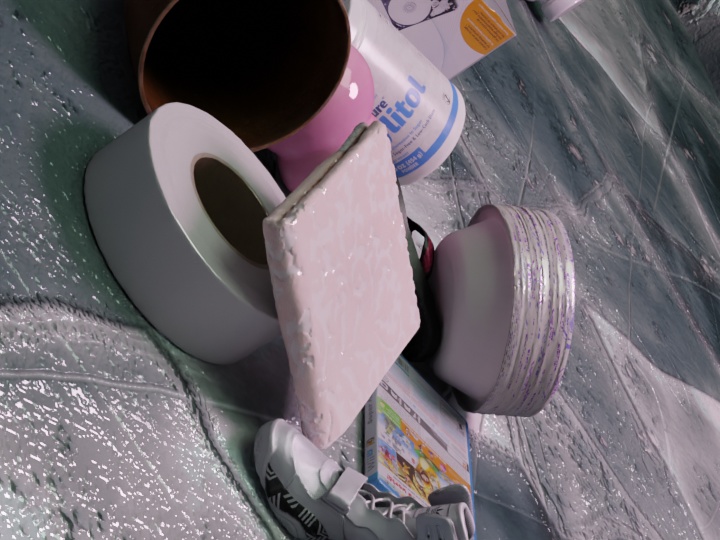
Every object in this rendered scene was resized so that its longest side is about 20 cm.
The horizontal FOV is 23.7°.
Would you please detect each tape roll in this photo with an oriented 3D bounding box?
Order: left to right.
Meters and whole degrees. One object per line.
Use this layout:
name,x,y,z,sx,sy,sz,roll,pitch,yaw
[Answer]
tape roll,-0.121,-0.029,1.339,0.202,0.071,0.203,46,24,-27

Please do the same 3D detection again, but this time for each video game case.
video game case,0.052,0.162,1.520,0.143,0.018,0.200,46,24,-28

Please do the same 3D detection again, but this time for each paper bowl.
paper bowl,0.122,0.037,1.634,0.104,0.201,0.201,5,43,-13

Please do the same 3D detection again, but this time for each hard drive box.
hard drive box,0.038,-0.261,1.819,0.156,0.200,0.077,38,29,-39

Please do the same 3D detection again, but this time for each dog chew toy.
dog chew toy,-0.029,-0.119,1.597,0.125,0.124,0.200,-75,144,-62

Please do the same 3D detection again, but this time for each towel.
towel,-0.013,0.008,1.343,0.191,0.032,0.200,-51,137,-51

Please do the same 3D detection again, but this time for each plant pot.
plant pot,-0.132,-0.232,1.488,0.187,0.187,0.200,35,16,-43

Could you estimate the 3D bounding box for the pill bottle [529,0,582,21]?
pill bottle,0.294,-0.517,2.835,0.200,0.112,0.112,58,22,0

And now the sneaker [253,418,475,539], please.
sneaker,0.014,0.177,1.283,0.200,0.115,0.075,55,21,-6

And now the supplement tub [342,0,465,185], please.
supplement tub,0.002,-0.187,1.737,0.200,0.132,0.132,38,29,-39

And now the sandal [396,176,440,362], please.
sandal,0.045,-0.006,1.652,0.045,0.075,0.200,-3,66,-33
